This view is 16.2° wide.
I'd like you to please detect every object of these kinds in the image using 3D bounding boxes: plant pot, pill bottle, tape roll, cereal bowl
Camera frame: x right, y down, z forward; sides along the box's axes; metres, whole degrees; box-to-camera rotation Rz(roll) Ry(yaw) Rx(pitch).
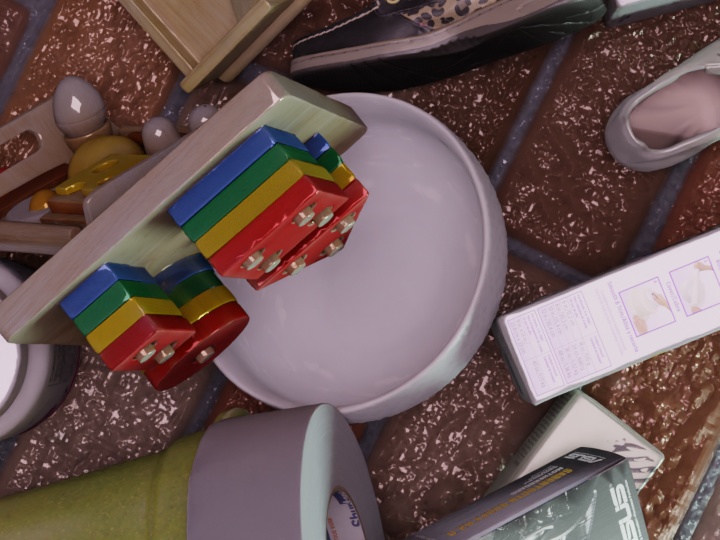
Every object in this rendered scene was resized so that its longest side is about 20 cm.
[{"bbox_3d":[-0.145,0.192,1.490,0.184,0.200,0.201,-8,89,12],"label":"plant pot"},{"bbox_3d":[-0.230,0.047,1.476,0.113,0.200,0.113,0,89,1],"label":"pill bottle"},{"bbox_3d":[-0.035,0.177,1.410,0.066,0.200,0.200,-10,89,12],"label":"tape roll"},{"bbox_3d":[0.000,0.000,1.515,0.200,0.083,0.200,-8,69,23],"label":"cereal bowl"}]

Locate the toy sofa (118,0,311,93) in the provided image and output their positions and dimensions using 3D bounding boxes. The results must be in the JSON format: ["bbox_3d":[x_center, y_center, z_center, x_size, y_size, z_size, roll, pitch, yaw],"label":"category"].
[{"bbox_3d":[-0.125,-0.211,1.548,0.200,0.098,0.083,48,115,1],"label":"toy sofa"}]

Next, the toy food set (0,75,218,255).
[{"bbox_3d":[-0.157,-0.070,1.464,0.143,0.200,0.060,-34,113,-33],"label":"toy food set"}]

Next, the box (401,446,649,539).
[{"bbox_3d":[0.103,0.222,1.439,0.158,0.048,0.200,-24,108,-29],"label":"box"}]

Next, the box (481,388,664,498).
[{"bbox_3d":[0.095,0.168,1.529,0.068,0.082,0.200,37,91,0],"label":"box"}]

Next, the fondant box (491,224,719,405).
[{"bbox_3d":[0.180,0.016,1.498,0.200,0.144,0.058,-23,88,1],"label":"fondant box"}]

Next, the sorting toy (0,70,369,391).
[{"bbox_3d":[-0.080,-0.010,1.408,0.200,0.199,0.070,-41,80,8],"label":"sorting toy"}]

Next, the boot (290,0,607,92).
[{"bbox_3d":[0.042,-0.198,1.536,0.200,0.073,0.151,-16,76,24],"label":"boot"}]

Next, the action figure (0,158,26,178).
[{"bbox_3d":[-0.305,-0.048,1.557,0.200,0.052,0.065,2,94,3],"label":"action figure"}]

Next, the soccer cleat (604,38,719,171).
[{"bbox_3d":[0.240,-0.120,1.533,0.200,0.078,0.069,-32,89,0],"label":"soccer cleat"}]

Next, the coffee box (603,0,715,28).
[{"bbox_3d":[0.162,-0.256,1.519,0.080,0.114,0.200,-14,89,1],"label":"coffee box"}]
